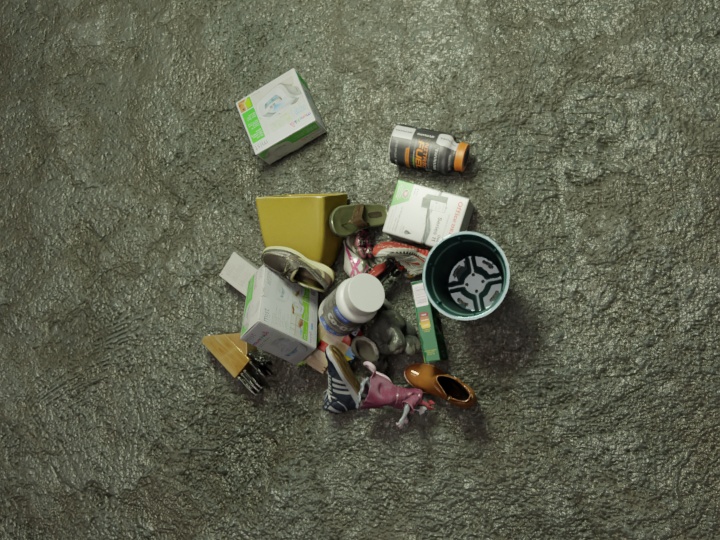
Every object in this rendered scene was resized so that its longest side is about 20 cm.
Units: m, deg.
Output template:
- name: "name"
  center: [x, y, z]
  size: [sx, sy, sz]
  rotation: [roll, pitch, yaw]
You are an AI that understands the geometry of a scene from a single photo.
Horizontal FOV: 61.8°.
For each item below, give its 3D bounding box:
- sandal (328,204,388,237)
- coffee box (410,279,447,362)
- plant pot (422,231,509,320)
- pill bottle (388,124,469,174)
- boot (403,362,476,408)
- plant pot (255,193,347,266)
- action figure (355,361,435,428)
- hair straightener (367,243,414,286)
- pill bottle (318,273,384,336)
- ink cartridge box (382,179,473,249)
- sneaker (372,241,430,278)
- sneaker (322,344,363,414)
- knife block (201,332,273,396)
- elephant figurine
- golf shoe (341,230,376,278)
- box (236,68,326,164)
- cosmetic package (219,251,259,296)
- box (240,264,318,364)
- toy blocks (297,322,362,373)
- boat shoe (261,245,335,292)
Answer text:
- name: "sandal"
  center: [0.001, -0.141, 1.564]
  size: [0.057, 0.199, 0.081]
  rotation: [-17, 91, 55]
- name: "coffee box"
  center: [0.172, 0.129, 1.507]
  size: [0.043, 0.123, 0.203]
  rotation: [-12, 81, 15]
- name: "plant pot"
  center: [0.264, 0.021, 1.449]
  size: [0.198, 0.196, 0.203]
  rotation: [-2, 84, 17]
- name: "pill bottle"
  center: [0.181, -0.312, 1.564]
  size: [0.198, 0.106, 0.108]
  rotation: [15, 88, 19]
- name: "boot"
  center: [0.187, 0.277, 1.463]
  size: [0.199, 0.155, 0.077]
  rotation: [30, 84, 19]
- name: "plant pot"
  center: [-0.149, -0.101, 1.612]
  size: [0.192, 0.195, 0.203]
  rotation: [1, 100, 18]
- name: "action figure"
  center: [0.091, 0.311, 1.499]
  size: [0.197, 0.134, 0.151]
  rotation: [7, 81, -5]
- name: "hair straightener"
  center: [0.077, 0.002, 1.569]
  size: [0.200, 0.077, 0.041]
  rotation: [-43, 36, -23]
- name: "pill bottle"
  center: [-0.022, 0.085, 1.478]
  size: [0.112, 0.200, 0.115]
  rotation: [8, 67, -20]
- name: "ink cartridge box"
  center: [0.176, -0.135, 1.557]
  size: [0.198, 0.083, 0.148]
  rotation: [17, 89, 19]
- name: "sneaker"
  center: [0.119, -0.022, 1.518]
  size: [0.078, 0.198, 0.083]
  rotation: [25, 101, 62]
- name: "sneaker"
  center: [-0.070, 0.290, 1.554]
  size: [0.107, 0.070, 0.201]
  rotation: [-23, 114, 14]
- name: "knife block"
  center: [-0.345, 0.264, 1.691]
  size: [0.197, 0.064, 0.178]
  rotation: [-6, 81, 17]
- name: "elephant figurine"
  center: [0.043, 0.202, 1.546]
  size: [0.199, 0.141, 0.156]
  rotation: [-35, 44, 27]
- name: "golf shoe"
  center: [0.000, 0.000, 1.614]
  size: [0.091, 0.072, 0.203]
  rotation: [-19, 75, 40]
- name: "box"
  center: [-0.225, -0.433, 1.711]
  size: [0.198, 0.097, 0.178]
  rotation: [-25, 75, 12]
- name: "cosmetic package"
  center: [-0.301, 0.037, 1.710]
  size: [0.199, 0.051, 0.083]
  rotation: [36, 93, 18]
- name: "box"
  center: [-0.204, 0.110, 1.553]
  size: [0.097, 0.175, 0.202]
  rotation: [-42, 34, 33]
- name: "toy blocks"
  center: [-0.064, 0.203, 1.601]
  size: [0.136, 0.100, 0.201]
  rotation: [30, 94, 7]
- name: "boat shoe"
  center: [-0.163, -0.003, 1.524]
  size: [0.198, 0.065, 0.074]
  rotation: [18, 127, 5]
